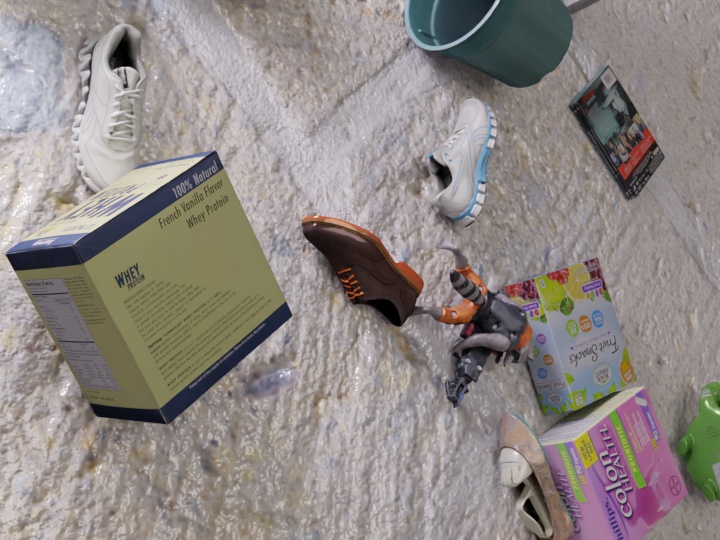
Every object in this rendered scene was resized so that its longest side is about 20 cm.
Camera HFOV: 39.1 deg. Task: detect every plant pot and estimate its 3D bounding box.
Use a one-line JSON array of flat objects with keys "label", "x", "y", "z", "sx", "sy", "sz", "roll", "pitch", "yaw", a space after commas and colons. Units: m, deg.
[{"label": "plant pot", "x": 0.202, "y": -0.378, "z": 1.507, "sx": 0.195, "sy": 0.199, "sz": 0.202, "roll": 24, "pitch": 62, "yaw": -41}]

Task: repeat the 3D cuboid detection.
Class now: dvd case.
[{"label": "dvd case", "x": 0.450, "y": -0.242, "z": 1.766, "sx": 0.201, "sy": 0.022, "sz": 0.146, "roll": 55, "pitch": 50, "yaw": -14}]

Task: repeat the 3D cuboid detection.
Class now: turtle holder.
[{"label": "turtle holder", "x": 0.597, "y": 0.290, "z": 1.660, "sx": 0.131, "sy": 0.141, "sz": 0.186, "roll": 14, "pitch": 27, "yaw": -51}]

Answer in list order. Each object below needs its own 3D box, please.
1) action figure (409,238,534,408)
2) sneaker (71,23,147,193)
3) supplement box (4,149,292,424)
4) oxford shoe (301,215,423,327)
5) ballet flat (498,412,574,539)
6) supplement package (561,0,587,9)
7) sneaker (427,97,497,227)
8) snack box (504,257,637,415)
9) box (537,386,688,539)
[{"label": "action figure", "x": 0.159, "y": 0.079, "z": 1.374, "sx": 0.193, "sy": 0.104, "sz": 0.201, "roll": 33, "pitch": 58, "yaw": -21}, {"label": "sneaker", "x": -0.271, "y": -0.177, "z": 1.117, "sx": 0.075, "sy": 0.081, "sz": 0.202, "roll": 5, "pitch": 74, "yaw": -40}, {"label": "supplement box", "x": -0.211, "y": 0.015, "z": 1.041, "sx": 0.200, "sy": 0.134, "sz": 0.201, "roll": -42, "pitch": 117, "yaw": -40}, {"label": "oxford shoe", "x": 0.000, "y": 0.000, "z": 1.290, "sx": 0.199, "sy": 0.071, "sz": 0.073, "roll": 35, "pitch": 62, "yaw": -27}, {"label": "ballet flat", "x": 0.232, "y": 0.295, "z": 1.390, "sx": 0.067, "sy": 0.068, "sz": 0.201, "roll": -30, "pitch": 94, "yaw": -34}, {"label": "supplement package", "x": 0.348, "y": -0.489, "z": 1.631, "sx": 0.122, "sy": 0.119, "sz": 0.200, "roll": 64, "pitch": 7, "yaw": -3}, {"label": "sneaker", "x": 0.140, "y": -0.169, "z": 1.458, "sx": 0.086, "sy": 0.075, "sz": 0.202, "roll": 21, "pitch": 63, "yaw": -26}, {"label": "snack box", "x": 0.318, "y": 0.096, "z": 1.520, "sx": 0.168, "sy": 0.067, "sz": 0.202, "roll": -16, "pitch": 88, "yaw": -42}, {"label": "box", "x": 0.360, "y": 0.292, "z": 1.473, "sx": 0.199, "sy": 0.096, "sz": 0.177, "roll": -23, "pitch": 91, "yaw": -41}]
